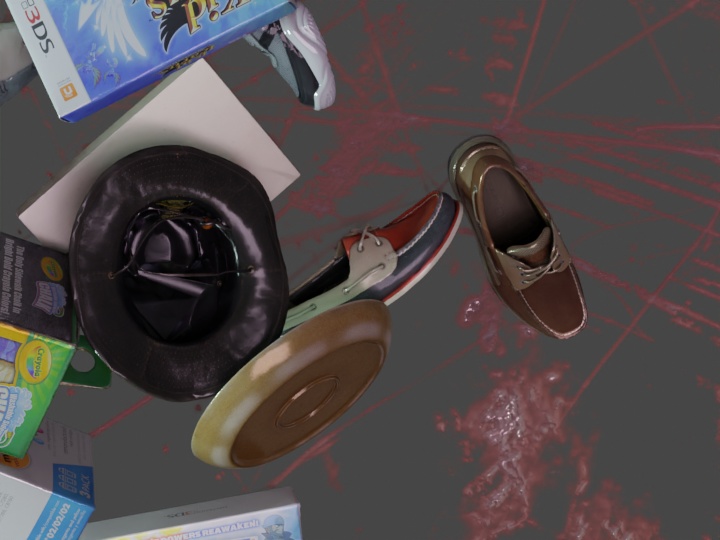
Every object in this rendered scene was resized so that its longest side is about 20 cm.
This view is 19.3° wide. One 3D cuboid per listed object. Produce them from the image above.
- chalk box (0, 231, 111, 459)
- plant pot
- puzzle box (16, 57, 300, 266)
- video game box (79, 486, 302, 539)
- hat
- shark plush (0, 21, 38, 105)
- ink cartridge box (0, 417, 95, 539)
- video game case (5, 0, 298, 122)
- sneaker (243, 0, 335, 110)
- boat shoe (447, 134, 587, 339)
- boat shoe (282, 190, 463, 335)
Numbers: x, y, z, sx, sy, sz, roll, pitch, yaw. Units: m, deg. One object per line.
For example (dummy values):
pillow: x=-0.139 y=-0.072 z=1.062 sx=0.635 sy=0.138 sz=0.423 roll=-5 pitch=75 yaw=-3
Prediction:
chalk box: x=-0.293 y=0.053 z=1.662 sx=0.199 sy=0.125 sz=0.124 roll=20 pitch=120 yaw=-18
plant pot: x=-0.049 y=0.100 z=1.731 sx=0.200 sy=0.200 sz=0.028 roll=-40 pitch=70 yaw=1
puzzle box: x=-0.165 y=-0.064 z=1.724 sx=0.200 sy=0.025 sz=0.133 roll=-40 pitch=113 yaw=1
video game box: x=-0.143 y=0.293 z=1.834 sx=0.198 sy=0.047 sz=0.184 roll=-9 pitch=112 yaw=-11
hat: x=-0.155 y=0.004 z=1.686 sx=0.199 sy=0.081 sz=0.203 roll=2 pitch=86 yaw=-26
shark plush: x=-0.314 y=-0.108 z=1.654 sx=0.083 sy=0.091 sz=0.201 roll=19 pitch=99 yaw=-50
ink cartridge box: x=-0.317 y=0.151 z=1.703 sx=0.199 sy=0.115 sz=0.068 roll=24 pitch=110 yaw=-20
video game case: x=-0.175 y=-0.237 z=1.602 sx=0.199 sy=0.045 sz=0.183 roll=-26 pitch=87 yaw=5
sneaker: x=-0.104 y=-0.200 z=1.671 sx=0.113 sy=0.076 sz=0.201 roll=-29 pitch=106 yaw=-3
boat shoe: x=0.137 y=-0.019 z=1.788 sx=0.075 sy=0.072 sz=0.201 roll=-34 pitch=112 yaw=-1
boat shoe: x=0.000 y=0.000 z=1.765 sx=0.200 sy=0.071 sz=0.063 roll=-42 pitch=109 yaw=7
